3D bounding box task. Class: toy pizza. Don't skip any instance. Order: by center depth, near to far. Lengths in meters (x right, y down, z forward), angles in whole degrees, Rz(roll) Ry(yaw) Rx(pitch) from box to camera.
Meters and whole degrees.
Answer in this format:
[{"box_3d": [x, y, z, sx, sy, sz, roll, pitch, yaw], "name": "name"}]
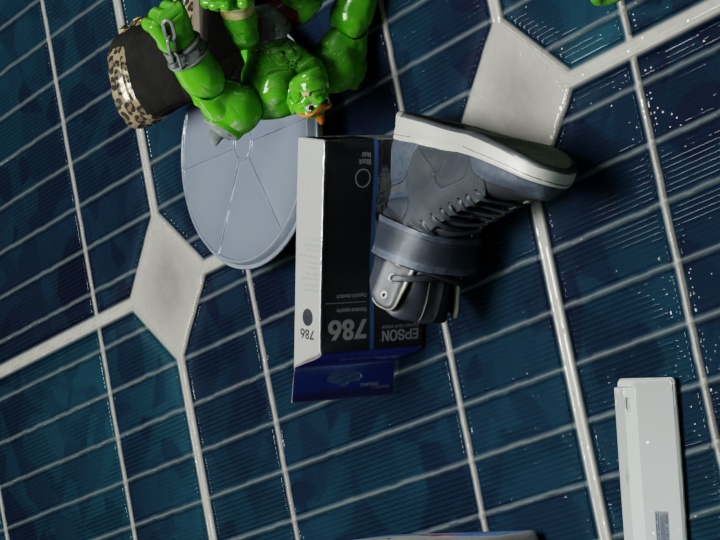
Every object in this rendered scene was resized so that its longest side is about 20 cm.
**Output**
[{"box_3d": [-0.083, -0.101, 1.993, 0.200, 0.032, 0.201, -7, 82, 55], "name": "toy pizza"}]

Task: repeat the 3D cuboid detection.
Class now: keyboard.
[{"box_3d": [0.197, 0.172, 1.652, 0.056, 0.011, 0.200, -5, 89, 49], "name": "keyboard"}]

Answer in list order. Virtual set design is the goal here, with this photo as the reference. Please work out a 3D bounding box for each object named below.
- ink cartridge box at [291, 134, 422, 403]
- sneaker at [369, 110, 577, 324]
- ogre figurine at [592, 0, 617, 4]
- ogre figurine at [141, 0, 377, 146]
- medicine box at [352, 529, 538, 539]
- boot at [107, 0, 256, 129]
[{"box_3d": [0.000, 0.000, 1.833, 0.039, 0.099, 0.200, 11, 103, 52], "name": "ink cartridge box"}, {"box_3d": [0.075, -0.027, 1.732, 0.202, 0.077, 0.146, 19, 97, 62], "name": "sneaker"}, {"box_3d": [0.171, -0.270, 1.567, 0.120, 0.098, 0.200, 20, 98, 64], "name": "ogre figurine"}, {"box_3d": [-0.060, -0.171, 1.845, 0.098, 0.200, 0.120, 11, 124, 35], "name": "ogre figurine"}, {"box_3d": [0.002, 0.248, 1.763, 0.182, 0.200, 0.103, -10, 85, 54], "name": "medicine box"}, {"box_3d": [-0.140, -0.217, 2.007, 0.151, 0.073, 0.200, -23, 62, 51], "name": "boot"}]
